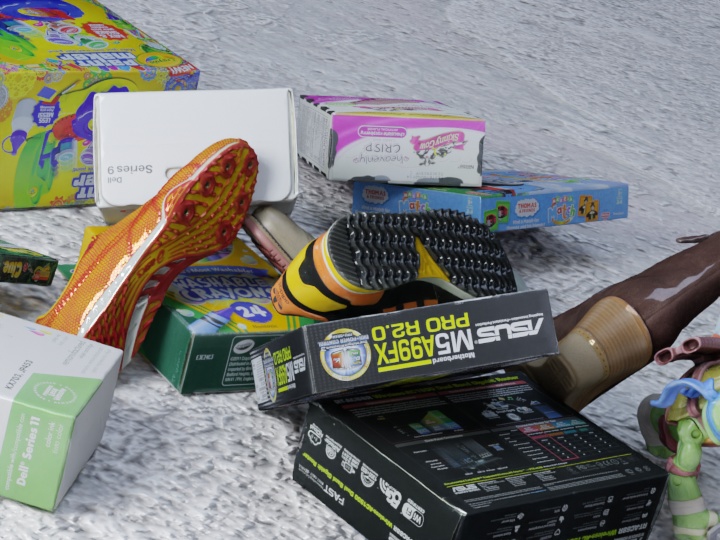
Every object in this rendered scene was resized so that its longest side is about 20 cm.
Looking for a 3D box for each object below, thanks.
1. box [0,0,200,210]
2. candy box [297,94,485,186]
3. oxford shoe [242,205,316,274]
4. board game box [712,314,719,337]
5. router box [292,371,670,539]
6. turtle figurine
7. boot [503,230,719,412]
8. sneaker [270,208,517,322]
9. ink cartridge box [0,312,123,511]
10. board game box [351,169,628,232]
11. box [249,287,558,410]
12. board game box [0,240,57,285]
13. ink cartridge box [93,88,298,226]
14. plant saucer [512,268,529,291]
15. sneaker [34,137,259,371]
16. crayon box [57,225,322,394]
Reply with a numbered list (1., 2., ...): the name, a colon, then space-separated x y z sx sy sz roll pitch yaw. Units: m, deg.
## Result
1. box: -0.274 -0.144 1.755 0.200 0.122 0.192 -6 31 -43
2. candy box: 0.023 -0.117 1.890 0.136 0.061 0.200 2 9 -11
3. oxford shoe: 0.000 0.000 1.551 0.200 0.075 0.070 35 3 -30
4. board game box: 0.400 0.050 1.767 0.199 0.103 0.105 -2 27 -39
5. router box: 0.078 0.133 1.389 0.199 0.062 0.150 -4 29 -42
6. turtle figurine: 0.270 0.126 1.472 0.199 0.144 0.194 21 5 -5
7. boot: 0.192 0.038 1.522 0.166 0.073 0.200 -32 -1 -13
8. sneaker: 0.022 0.005 1.495 0.200 0.090 0.070 4 63 -48
9. ink cartridge box: -0.259 0.067 1.311 0.199 0.068 0.117 17 20 3
10. board game box: 0.115 -0.062 1.884 0.151 0.037 0.200 9 10 44
11. box: 0.023 0.053 1.392 0.160 0.044 0.200 -8 -5 -14
12. board game box: -0.292 -0.018 1.443 0.104 0.024 0.200 16 2 17
13. ink cartridge box: -0.123 -0.078 1.595 0.145 0.088 0.200 -3 -3 -4
14. plant saucer: 0.056 -0.001 1.728 0.199 0.050 0.200 13 21 -5
15. sneaker: -0.148 -0.019 1.459 0.077 0.200 0.073 31 -17 41
16. crayon box: -0.122 0.018 1.554 0.125 0.052 0.200 -1 26 -37
